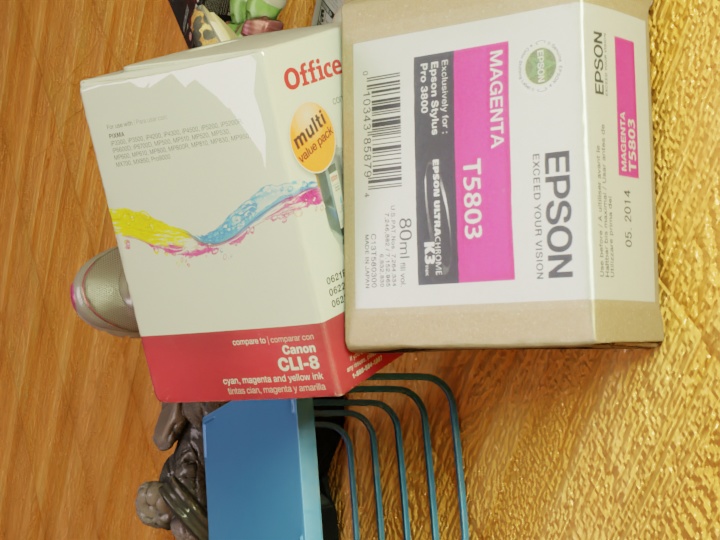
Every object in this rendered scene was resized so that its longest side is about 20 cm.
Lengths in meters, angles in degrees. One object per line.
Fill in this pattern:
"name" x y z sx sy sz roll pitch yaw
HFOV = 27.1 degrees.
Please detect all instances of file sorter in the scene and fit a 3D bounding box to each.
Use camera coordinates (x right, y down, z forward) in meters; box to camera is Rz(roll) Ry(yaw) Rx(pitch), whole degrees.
"file sorter" -0.023 0.153 1.046 0.200 0.122 0.140 146 122 -63

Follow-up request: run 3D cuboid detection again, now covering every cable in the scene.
"cable" -0.078 0.237 1.170 0.200 0.050 0.097 53 -175 20

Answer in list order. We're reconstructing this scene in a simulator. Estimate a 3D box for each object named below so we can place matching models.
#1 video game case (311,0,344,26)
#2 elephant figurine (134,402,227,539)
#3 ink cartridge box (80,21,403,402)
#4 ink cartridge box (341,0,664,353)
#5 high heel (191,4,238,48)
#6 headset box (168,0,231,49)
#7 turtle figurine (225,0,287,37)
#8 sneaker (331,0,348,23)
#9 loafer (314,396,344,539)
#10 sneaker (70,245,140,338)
"video game case" 0.018 -0.225 1.100 0.200 0.024 0.183 -122 41 -54
"elephant figurine" -0.115 0.122 1.268 0.154 0.141 0.202 10 101 44
"ink cartridge box" -0.052 -0.041 0.901 0.144 0.145 0.202 -5 104 35
"ink cartridge box" 0.073 -0.056 0.811 0.164 0.075 0.202 -5 85 39
"high heel" -0.120 -0.083 1.116 0.201 0.142 0.071 63 -163 4
"headset box" -0.132 -0.313 1.391 0.201 0.077 0.150 -117 36 -45
"turtle figurine" -0.075 -0.141 1.214 0.144 0.199 0.195 19 -89 -76
"sneaker" 0.026 -0.179 0.963 0.200 0.073 0.081 -36 36 56
"loafer" -0.057 0.143 1.194 0.072 0.072 0.202 -170 83 -70
"sneaker" -0.135 0.002 1.203 0.088 0.198 0.082 121 138 -75
